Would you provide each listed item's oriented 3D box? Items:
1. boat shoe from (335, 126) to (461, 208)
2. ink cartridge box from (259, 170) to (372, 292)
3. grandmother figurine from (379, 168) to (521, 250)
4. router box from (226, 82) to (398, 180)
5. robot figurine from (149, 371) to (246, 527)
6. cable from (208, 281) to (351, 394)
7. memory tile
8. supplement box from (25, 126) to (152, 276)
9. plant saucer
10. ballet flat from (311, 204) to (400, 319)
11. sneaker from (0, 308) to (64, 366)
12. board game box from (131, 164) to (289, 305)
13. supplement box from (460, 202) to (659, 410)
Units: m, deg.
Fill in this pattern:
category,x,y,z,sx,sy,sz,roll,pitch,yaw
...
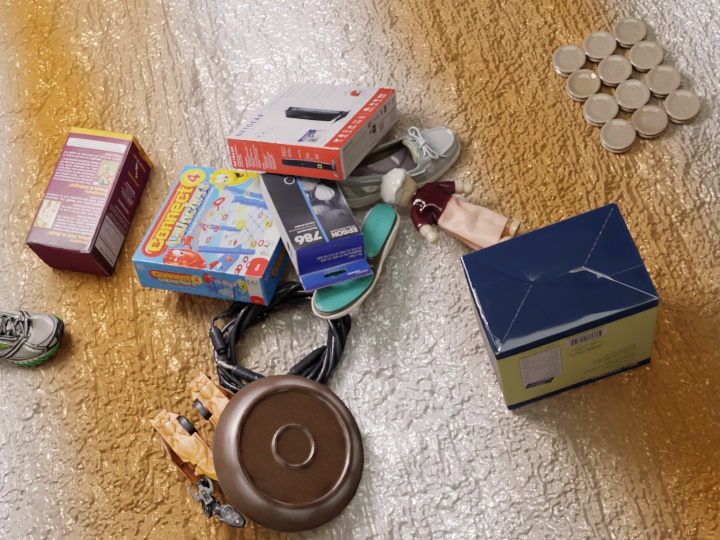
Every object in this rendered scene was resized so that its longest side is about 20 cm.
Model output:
category,x,y,z,sx,sy,sz,roll,pitch,yaw
boat shoe,0.053,-0.155,1.484,0.200,0.065,0.075,-22,62,-9
ink cartridge box,-0.061,-0.066,1.403,0.098,0.039,0.201,-16,52,-16
grandmother figurine,0.114,-0.079,1.420,0.198,0.061,0.121,28,42,11
router box,-0.064,-0.202,1.484,0.177,0.049,0.200,8,35,23
robot figurine,-0.173,0.234,1.350,0.145,0.058,0.200,-43,70,-9
cable,-0.106,0.100,1.411,0.198,0.051,0.165,-16,63,4
memory tile,0.379,-0.269,1.500,0.152,0.017,0.201,-25,63,0
supplement box,-0.402,-0.103,1.554,0.109,0.086,0.202,8,67,16
plant saucer,-0.086,0.224,1.307,0.198,0.032,0.203,7,65,-16
ballet flat,0.000,0.000,1.418,0.069,0.070,0.201,19,59,20
sneaker,-0.518,0.089,1.488,0.197,0.085,0.079,-2,64,11
board game box,-0.191,-0.055,1.469,0.193,0.056,0.201,7,49,15
supplement box,0.243,0.050,1.272,0.198,0.200,0.136,-19,62,3
